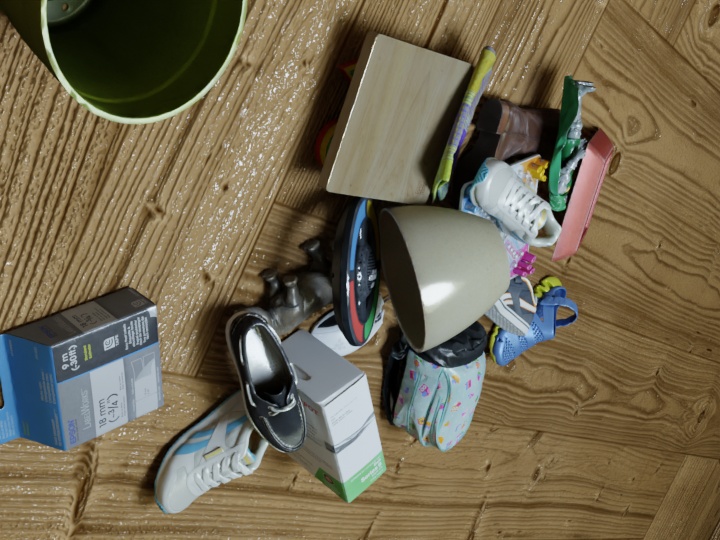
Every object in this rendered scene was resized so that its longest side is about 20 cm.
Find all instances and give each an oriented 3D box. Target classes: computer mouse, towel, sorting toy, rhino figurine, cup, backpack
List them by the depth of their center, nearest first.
[{"bbox_3d":[0.032,-0.199,1.349,0.198,0.069,0.201,4,111,-48],"label":"sorting toy"},{"bbox_3d":[-0.095,0.039,1.368,0.200,0.060,0.088,-36,132,-25],"label":"rhino figurine"},{"bbox_3d":[0.120,-0.004,1.413,0.142,0.201,0.201,-14,127,-9],"label":"cup"},{"bbox_3d":[0.141,-0.197,1.419,0.144,0.023,0.201,89,21,-80],"label":"towel"},{"bbox_3d":[0.011,0.074,1.514,0.199,0.044,0.110,-32,134,-30],"label":"computer mouse"},{"bbox_3d":[0.120,0.181,1.634,0.166,0.126,0.201,-14,126,-45],"label":"backpack"}]

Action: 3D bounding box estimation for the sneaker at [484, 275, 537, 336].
[{"bbox_3d":[0.221,0.032,1.688,0.200,0.078,0.080,38,73,-45],"label":"sneaker"}]

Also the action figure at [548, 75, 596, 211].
[{"bbox_3d":[0.317,-0.187,1.581,0.118,0.054,0.201,-63,163,-68],"label":"action figure"}]

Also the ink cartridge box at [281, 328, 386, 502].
[{"bbox_3d":[-0.051,0.202,1.446,0.084,0.146,0.201,-35,135,-26],"label":"ink cartridge box"}]

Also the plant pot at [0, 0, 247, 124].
[{"bbox_3d":[-0.237,-0.257,0.927,0.200,0.192,0.202,-25,129,-34],"label":"plant pot"}]

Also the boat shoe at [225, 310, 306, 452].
[{"bbox_3d":[-0.112,0.146,1.313,0.073,0.060,0.201,-22,106,-21],"label":"boat shoe"}]

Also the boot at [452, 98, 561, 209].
[{"bbox_3d":[0.235,-0.168,1.598,0.199,0.064,0.188,-1,116,-52],"label":"boot"}]

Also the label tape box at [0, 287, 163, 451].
[{"bbox_3d":[-0.325,0.122,1.170,0.199,0.063,0.145,-23,128,-37],"label":"label tape box"}]

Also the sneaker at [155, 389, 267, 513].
[{"bbox_3d":[-0.187,0.244,1.369,0.200,0.081,0.077,-45,140,-16],"label":"sneaker"}]

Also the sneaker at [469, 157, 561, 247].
[{"bbox_3d":[0.220,-0.095,1.455,0.200,0.080,0.077,33,84,-53],"label":"sneaker"}]

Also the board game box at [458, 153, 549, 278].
[{"bbox_3d":[0.211,-0.056,1.557,0.199,0.026,0.201,-25,128,-43],"label":"board game box"}]

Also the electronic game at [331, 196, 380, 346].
[{"bbox_3d":[0.000,0.000,1.373,0.200,0.041,0.202,2,90,-78],"label":"electronic game"}]

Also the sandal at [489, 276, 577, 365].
[{"bbox_3d":[0.305,0.094,1.809,0.200,0.087,0.080,-43,140,-17],"label":"sandal"}]

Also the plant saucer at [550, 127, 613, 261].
[{"bbox_3d":[0.373,-0.124,1.716,0.200,0.036,0.201,-39,145,-66],"label":"plant saucer"}]
